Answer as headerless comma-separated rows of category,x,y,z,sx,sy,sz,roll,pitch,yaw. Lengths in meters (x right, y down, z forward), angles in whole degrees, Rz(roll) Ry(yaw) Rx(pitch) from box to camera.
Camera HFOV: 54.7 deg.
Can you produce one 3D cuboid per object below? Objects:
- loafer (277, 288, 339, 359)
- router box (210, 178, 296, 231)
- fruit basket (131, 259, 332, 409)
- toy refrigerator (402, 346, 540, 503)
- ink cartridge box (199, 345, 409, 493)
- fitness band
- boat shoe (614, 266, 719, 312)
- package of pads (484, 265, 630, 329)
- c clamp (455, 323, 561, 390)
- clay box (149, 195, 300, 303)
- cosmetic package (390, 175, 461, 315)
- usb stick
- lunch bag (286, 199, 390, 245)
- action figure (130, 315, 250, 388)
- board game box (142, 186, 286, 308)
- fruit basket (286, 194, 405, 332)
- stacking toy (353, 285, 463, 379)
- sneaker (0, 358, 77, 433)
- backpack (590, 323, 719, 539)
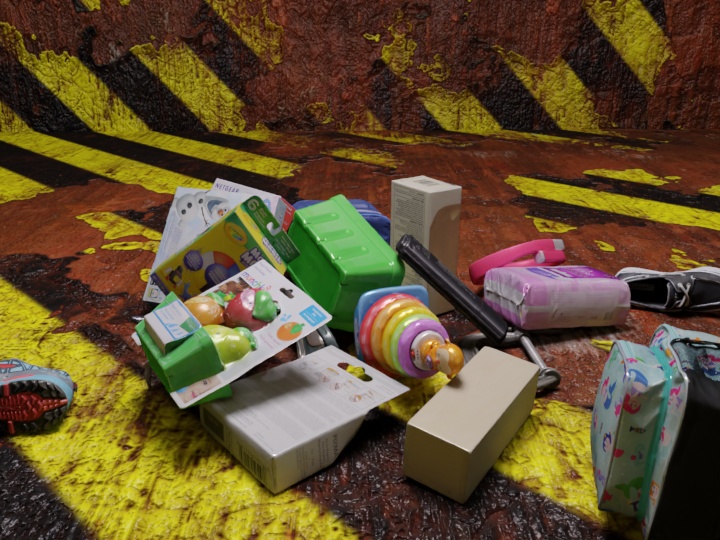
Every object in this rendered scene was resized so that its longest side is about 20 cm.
loafer,-0.093,0.079,1.000,0.062,0.073,0.200,-28,31,-14
router box,-0.226,-0.057,1.221,0.197,0.183,0.049,18,-13,42
fruit basket,-0.159,0.060,0.823,0.198,0.095,0.184,-34,38,-19
toy refrigerator,0.127,0.164,0.770,0.074,0.072,0.199,17,27,28
ink cartridge box,-0.064,0.162,0.808,0.196,0.059,0.161,-12,23,-39
fitness band,0.265,-0.010,1.172,0.141,0.039,0.197,-25,-14,36
boat shoe,0.503,0.033,1.112,0.195,0.074,0.067,7,19,27
package of pads,0.299,0.039,1.064,0.194,0.078,0.120,0,15,-20
c clamp,0.216,0.116,0.956,0.165,0.028,0.201,1,20,2
clay box,-0.195,-0.008,1.010,0.198,0.116,0.048,-33,15,19
cosmetic package,0.102,-0.040,1.121,0.070,0.206,0.104,-12,24,-33
usb stick,0.127,0.027,0.967,0.199,0.033,0.056,42,21,-5
lunch bag,-0.031,-0.043,1.225,0.194,0.140,0.133,-4,20,-14
action figure,-0.199,0.089,0.928,0.188,0.108,0.200,-17,20,-13
board game box,-0.234,-0.028,1.127,0.193,0.206,0.043,7,-18,20
fruit basket,0.000,0.000,1.056,0.210,0.159,0.218,17,29,-10
stacking toy,0.071,0.091,0.842,0.106,0.120,0.199,-7,9,-18
sneaker,-0.439,0.148,0.830,0.193,0.082,0.096,7,10,-7
backpack,0.297,0.146,0.659,0.146,0.183,0.199,13,19,19
